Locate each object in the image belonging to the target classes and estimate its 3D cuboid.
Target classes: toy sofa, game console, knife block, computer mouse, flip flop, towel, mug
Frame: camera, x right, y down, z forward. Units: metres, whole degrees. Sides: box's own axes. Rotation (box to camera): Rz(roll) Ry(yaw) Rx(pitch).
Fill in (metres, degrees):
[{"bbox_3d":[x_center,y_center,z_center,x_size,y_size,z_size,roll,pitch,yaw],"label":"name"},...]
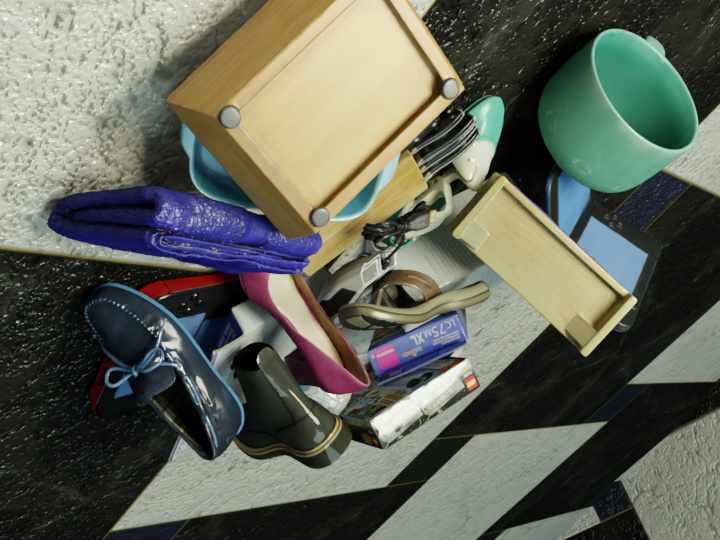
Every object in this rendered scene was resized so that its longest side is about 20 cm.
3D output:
[{"bbox_3d":[0.192,-0.009,1.004,0.083,0.200,0.098,-48,179,8],"label":"toy sofa"},{"bbox_3d":[0.287,-0.059,1.096,0.200,0.170,0.119,-49,170,-48],"label":"game console"},{"bbox_3d":[0.023,-0.095,0.942,0.174,0.064,0.201,-11,143,-35],"label":"knife block"},{"bbox_3d":[0.000,0.000,0.985,0.109,0.044,0.200,-33,166,-48],"label":"computer mouse"},{"bbox_3d":[0.056,0.025,0.984,0.198,0.059,0.081,-11,179,-37],"label":"flip flop"},{"bbox_3d":[-0.146,-0.026,0.806,0.146,0.050,0.199,-3,170,36],"label":"towel"},{"bbox_3d":[0.276,-0.165,1.016,0.183,0.154,0.114,-15,163,-40],"label":"mug"},{"bbox_3d":[-0.191,0.079,1.013,0.175,0.031,0.201,-6,141,-41],"label":"game console"}]

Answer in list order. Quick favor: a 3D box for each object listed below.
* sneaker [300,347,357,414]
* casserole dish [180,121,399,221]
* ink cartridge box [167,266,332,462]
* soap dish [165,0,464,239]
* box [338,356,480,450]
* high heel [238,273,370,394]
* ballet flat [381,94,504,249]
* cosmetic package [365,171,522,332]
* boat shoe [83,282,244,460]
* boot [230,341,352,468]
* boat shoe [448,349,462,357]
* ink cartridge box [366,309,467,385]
[{"bbox_3d":[-0.047,0.114,1.127,0.072,0.072,0.200,-49,-172,5],"label":"sneaker"},{"bbox_3d":[-0.059,-0.111,0.793,0.197,0.039,0.123,7,108,-28],"label":"casserole dish"},{"bbox_3d":[-0.130,0.100,1.047,0.199,0.041,0.201,-30,157,-47],"label":"ink cartridge box"},{"bbox_3d":[-0.025,-0.138,0.729,0.200,0.081,0.158,-44,123,-3],"label":"soap dish"},{"bbox_3d":[0.035,0.147,1.095,0.136,0.040,0.200,-30,-172,-20],"label":"box"},{"bbox_3d":[-0.056,0.035,0.938,0.067,0.095,0.203,-35,115,-45],"label":"high heel"},{"bbox_3d":[0.093,-0.095,1.009,0.200,0.071,0.067,-44,144,15],"label":"ballet flat"},{"bbox_3d":[0.114,-0.024,1.109,0.198,0.102,0.072,-25,151,-16],"label":"cosmetic package"},{"bbox_3d":[-0.185,0.097,0.891,0.084,0.200,0.069,-36,-162,34],"label":"boat shoe"},{"bbox_3d":[-0.106,0.128,0.990,0.199,0.139,0.078,-8,-145,50],"label":"boot"},{"bbox_3d":[0.051,0.134,1.326,0.200,0.074,0.063,-37,117,25],"label":"boat shoe"},{"bbox_3d":[0.071,0.078,1.155,0.118,0.042,0.200,-24,-172,9],"label":"ink cartridge box"}]
